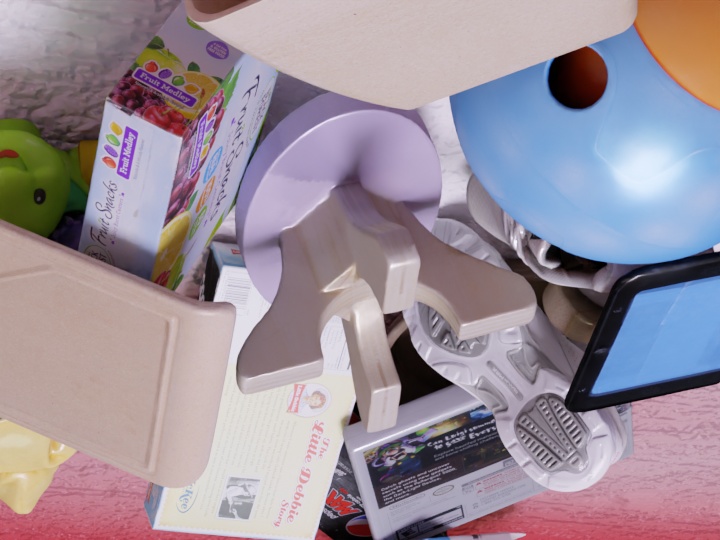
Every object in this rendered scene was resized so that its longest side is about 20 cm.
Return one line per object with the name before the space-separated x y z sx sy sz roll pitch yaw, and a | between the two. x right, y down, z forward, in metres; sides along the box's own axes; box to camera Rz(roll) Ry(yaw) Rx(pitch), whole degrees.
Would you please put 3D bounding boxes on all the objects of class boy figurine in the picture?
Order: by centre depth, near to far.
boy figurine | -0.235 0.097 1.690 0.124 0.065 0.200 -9 147 2

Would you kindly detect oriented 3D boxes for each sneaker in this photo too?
sneaker | 0.117 -0.030 1.480 0.081 0.200 0.075 -18 111 -30
sneaker | 0.099 0.054 1.602 0.078 0.200 0.099 -37 167 19

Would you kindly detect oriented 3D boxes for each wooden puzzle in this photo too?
wooden puzzle | -0.173 0.037 1.428 0.199 0.037 0.185 19 143 3

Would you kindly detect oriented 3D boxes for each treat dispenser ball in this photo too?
treat dispenser ball | 0.147 -0.104 1.342 0.200 0.201 0.201 -5 146 -3

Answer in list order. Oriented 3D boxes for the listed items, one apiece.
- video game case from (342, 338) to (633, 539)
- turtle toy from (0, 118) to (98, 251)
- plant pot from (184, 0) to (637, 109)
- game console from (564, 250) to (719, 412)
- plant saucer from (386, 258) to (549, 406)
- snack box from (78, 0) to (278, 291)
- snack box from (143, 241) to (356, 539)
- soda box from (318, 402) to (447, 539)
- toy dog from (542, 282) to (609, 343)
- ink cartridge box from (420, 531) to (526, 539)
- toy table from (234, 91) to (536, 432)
video game case | 0.092 0.118 1.723 0.199 0.023 0.182 -21 151 -4
turtle toy | -0.205 -0.022 1.486 0.145 0.101 0.200 -3 146 -6
plant pot | 0.035 -0.191 1.210 0.199 0.200 0.177 -20 149 18
game console | 0.231 0.064 1.441 0.116 0.176 0.200 -44 166 -21
plant saucer | 0.106 0.050 1.715 0.199 0.030 0.200 -5 145 -3
snack box | -0.100 -0.069 1.402 0.053 0.142 0.200 27 144 6
snack box | -0.063 0.083 1.646 0.116 0.037 0.201 8 115 -20
soda box | -0.014 0.142 1.795 0.071 0.064 0.200 -21 143 21
toy dog | 0.194 -0.016 1.604 0.132 0.097 0.200 -35 151 26
ink cartridge box | 0.049 0.242 1.840 0.116 0.068 0.200 -22 168 22
toy table | 0.000 0.000 1.489 0.183 0.117 0.200 -20 148 -3
